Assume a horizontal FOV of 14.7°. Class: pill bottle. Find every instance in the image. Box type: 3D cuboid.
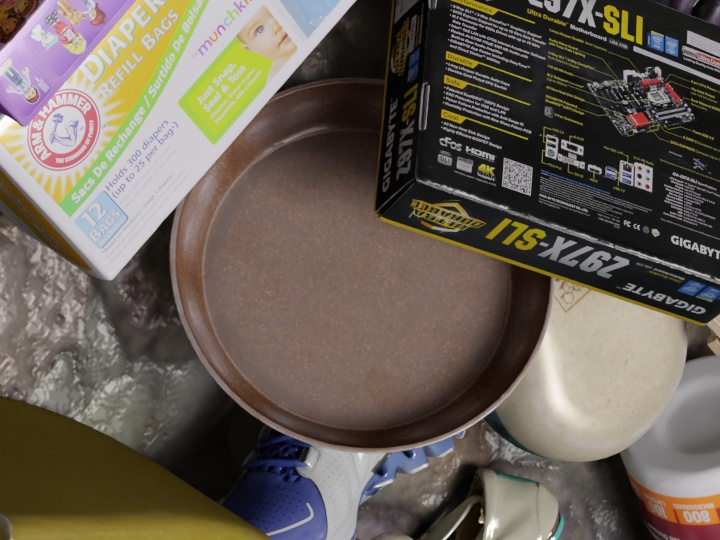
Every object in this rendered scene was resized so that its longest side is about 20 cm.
[{"bbox_3d":[0.235,0.160,1.697,0.114,0.114,0.201,-37,126,-20],"label":"pill bottle"}]

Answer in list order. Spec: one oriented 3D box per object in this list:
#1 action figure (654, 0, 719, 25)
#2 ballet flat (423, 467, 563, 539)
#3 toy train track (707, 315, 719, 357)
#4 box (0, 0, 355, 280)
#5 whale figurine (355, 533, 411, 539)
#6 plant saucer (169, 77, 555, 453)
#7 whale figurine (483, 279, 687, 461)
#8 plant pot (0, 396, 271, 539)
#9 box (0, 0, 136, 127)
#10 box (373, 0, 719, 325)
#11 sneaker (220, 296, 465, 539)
[{"bbox_3d":[0.168,-0.126,1.557,0.200,0.069,0.130,-50,139,9],"label":"action figure"},{"bbox_3d":[0.042,0.203,1.607,0.069,0.069,0.201,33,85,-41],"label":"ballet flat"},{"bbox_3d":[0.142,-0.022,1.507,0.200,0.032,0.115,46,47,-17],"label":"toy train track"},{"bbox_3d":[-0.110,-0.114,1.322,0.200,0.101,0.113,-50,131,-10],"label":"box"},{"bbox_3d":[-0.012,0.214,1.460,0.104,0.200,0.159,42,81,-8],"label":"whale figurine"},{"bbox_3d":[0.000,0.000,1.432,0.200,0.200,0.035,-41,172,-17],"label":"plant saucer"},{"bbox_3d":[0.092,0.011,1.549,0.159,0.104,0.200,-43,108,-22],"label":"whale figurine"},{"bbox_3d":[-0.155,0.171,1.351,0.199,0.195,0.196,0,109,-41],"label":"plant pot"},{"bbox_3d":[-0.130,-0.168,1.260,0.200,0.137,0.039,-50,131,-10],"label":"box"},{"bbox_3d":[0.109,-0.075,1.439,0.199,0.049,0.161,17,57,-21],"label":"box"},{"bbox_3d":[-0.024,0.073,1.474,0.199,0.080,0.116,-40,121,-47],"label":"sneaker"}]
